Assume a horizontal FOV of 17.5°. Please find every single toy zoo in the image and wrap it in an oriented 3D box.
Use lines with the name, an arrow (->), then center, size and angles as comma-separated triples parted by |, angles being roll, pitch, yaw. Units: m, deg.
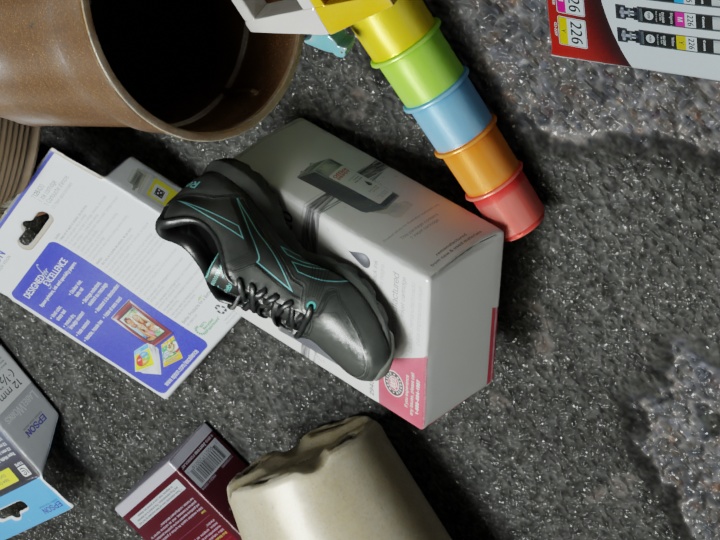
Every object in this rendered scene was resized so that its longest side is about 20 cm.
toy zoo -> -0.055, -0.223, 1.522 | 0.131, 0.020, 0.200 | -6, 129, 42

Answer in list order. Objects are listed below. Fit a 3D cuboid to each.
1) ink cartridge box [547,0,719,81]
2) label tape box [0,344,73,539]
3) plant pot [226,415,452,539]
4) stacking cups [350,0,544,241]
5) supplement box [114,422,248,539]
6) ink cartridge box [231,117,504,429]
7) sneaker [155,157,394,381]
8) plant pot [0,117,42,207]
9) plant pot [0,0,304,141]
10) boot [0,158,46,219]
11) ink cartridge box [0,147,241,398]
ink cartridge box -> 0.200, -0.223, 1.401 | 0.175, 0.084, 0.201 | 11, 128, 28
label tape box -> -0.345, 0.139, 2.086 | 0.143, 0.066, 0.200 | -27, 108, 45
plant pot -> -0.009, 0.223, 1.842 | 0.200, 0.200, 0.184 | -18, 100, 42
stacking cups -> 0.059, -0.107, 1.607 | 0.060, 0.061, 0.201 | -17, 112, 42
supplement box -> -0.103, 0.237, 1.992 | 0.200, 0.061, 0.109 | 46, 137, -3
ink cartridge box -> 0.000, 0.000, 1.687 | 0.200, 0.085, 0.146 | 32, 137, 33
sneaker -> -0.061, 0.012, 1.630 | 0.200, 0.079, 0.076 | 44, 141, 16
plant pot -> -0.294, -0.113, 1.764 | 0.092, 0.202, 0.201 | 7, 139, -18
plant pot -> -0.176, -0.182, 1.632 | 0.198, 0.200, 0.201 | -4, 121, 45
boot -> -0.318, -0.103, 1.869 | 0.199, 0.075, 0.097 | 12, 132, 30
ink cartridge box -> -0.189, -0.005, 1.849 | 0.200, 0.047, 0.198 | 35, 139, -9
